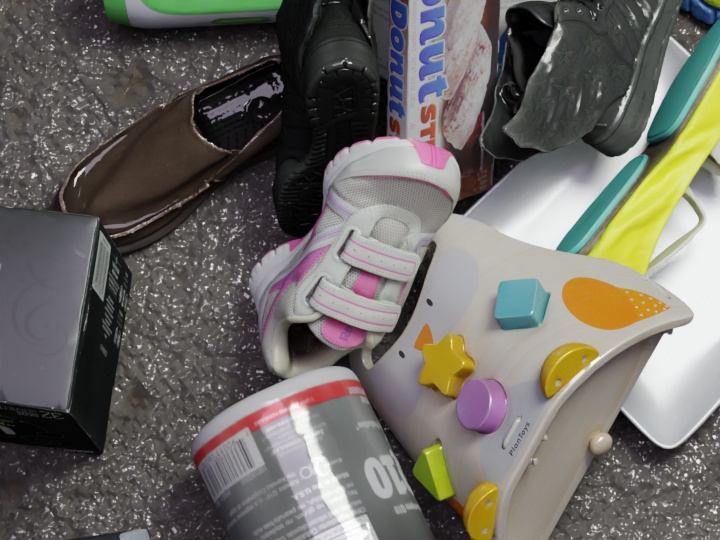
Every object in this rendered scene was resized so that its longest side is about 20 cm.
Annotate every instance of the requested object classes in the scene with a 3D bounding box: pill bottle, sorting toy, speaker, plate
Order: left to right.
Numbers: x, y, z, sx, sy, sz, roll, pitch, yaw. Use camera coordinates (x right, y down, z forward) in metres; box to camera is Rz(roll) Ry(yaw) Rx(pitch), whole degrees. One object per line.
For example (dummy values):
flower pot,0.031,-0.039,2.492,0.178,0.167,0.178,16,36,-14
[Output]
speaker,-0.066,-0.202,1.719,0.199,0.088,0.089,-3,75,2
pill bottle,-0.013,0.170,1.604,0.113,0.114,0.201,-25,76,-4
sorting toy,0.071,0.060,1.617,0.180,0.107,0.201,41,112,37
plate,0.190,-0.018,1.685,0.200,0.032,0.200,-44,77,-9

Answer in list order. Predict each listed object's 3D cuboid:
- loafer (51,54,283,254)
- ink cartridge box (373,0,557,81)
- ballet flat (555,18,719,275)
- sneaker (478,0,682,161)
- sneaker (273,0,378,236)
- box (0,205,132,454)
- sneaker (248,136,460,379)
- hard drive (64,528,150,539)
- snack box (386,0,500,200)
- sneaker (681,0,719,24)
loafer,-0.113,-0.083,1.697,0.200,0.071,0.073,-35,76,-6
ink cartridge box,0.067,-0.219,1.649,0.116,0.201,0.067,-8,28,-34
ballet flat,0.198,-0.063,1.655,0.067,0.067,0.200,37,82,-10
sneaker,0.137,-0.149,1.642,0.104,0.060,0.201,25,68,-29
sneaker,-0.021,-0.119,1.625,0.060,0.200,0.105,-1,53,-11
box,-0.255,0.030,1.634,0.199,0.149,0.125,7,77,5
sneaker,0.000,0.000,1.606,0.081,0.200,0.089,16,47,-21
hard drive,-0.175,0.256,1.571,0.134,0.042,0.201,-8,75,-1
snack box,0.050,-0.130,1.620,0.072,0.201,0.024,-21,38,-30
sneaker,0.265,-0.194,1.717,0.199,0.071,0.083,29,54,13
